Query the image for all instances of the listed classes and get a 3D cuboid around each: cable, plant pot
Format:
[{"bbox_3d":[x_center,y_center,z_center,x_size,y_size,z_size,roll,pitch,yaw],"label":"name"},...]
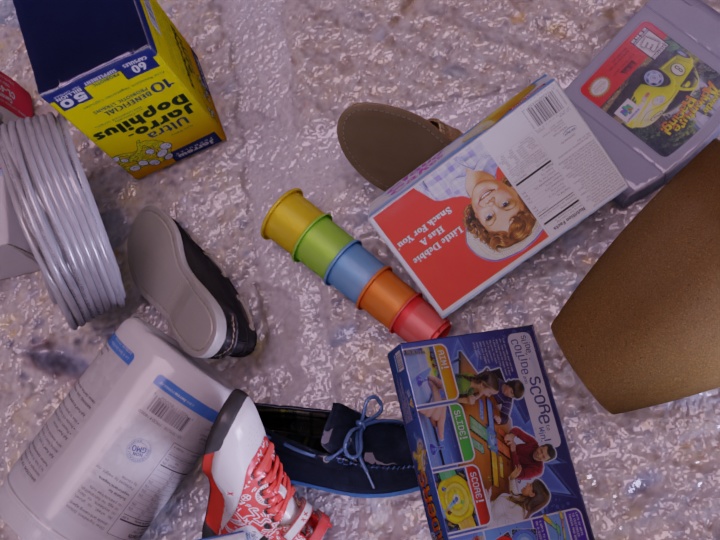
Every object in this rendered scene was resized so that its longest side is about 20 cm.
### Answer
[{"bbox_3d":[-0.279,-0.048,0.936,0.069,0.201,0.200,-21,42,-14],"label":"cable"},{"bbox_3d":[0.266,0.026,0.825,0.200,0.186,0.187,-37,71,16],"label":"plant pot"}]

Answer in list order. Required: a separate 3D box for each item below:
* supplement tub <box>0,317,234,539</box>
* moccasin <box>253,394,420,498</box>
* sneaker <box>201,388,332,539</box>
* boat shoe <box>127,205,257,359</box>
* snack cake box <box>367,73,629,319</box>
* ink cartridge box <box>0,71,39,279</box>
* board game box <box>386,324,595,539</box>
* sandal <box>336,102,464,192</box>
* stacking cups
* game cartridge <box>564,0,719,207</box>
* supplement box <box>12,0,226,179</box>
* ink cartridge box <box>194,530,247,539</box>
[{"bbox_3d":[-0.216,0.156,0.899,0.132,0.132,0.200,36,85,18],"label":"supplement tub"},{"bbox_3d":[-0.022,0.153,0.877,0.199,0.081,0.068,-1,120,10],"label":"moccasin"},{"bbox_3d":[-0.074,0.186,0.843,0.108,0.202,0.067,20,43,11],"label":"sneaker"},{"bbox_3d":[-0.163,0.011,0.961,0.200,0.060,0.074,47,111,39],"label":"boat shoe"},{"bbox_3d":[0.118,-0.065,0.883,0.200,0.067,0.115,-36,102,11],"label":"snack cake box"},{"bbox_3d":[-0.414,-0.091,1.030,0.147,0.086,0.201,-14,72,8],"label":"ink cartridge box"},{"bbox_3d":[0.111,0.153,0.849,0.135,0.034,0.201,-5,71,-22],"label":"board game box"},{"bbox_3d":[0.077,-0.102,0.947,0.211,0.070,0.078,21,108,-3],"label":"sandal"},{"bbox_3d":[0.000,0.000,0.935,0.200,0.061,0.061,36,85,16],"label":"stacking cups"},{"bbox_3d":[0.275,-0.162,0.932,0.133,0.041,0.200,42,87,14],"label":"game cartridge"},{"bbox_3d":[-0.222,-0.187,0.954,0.108,0.200,0.110,-23,71,5],"label":"supplement box"},{"bbox_3d":[-0.167,0.309,0.855,0.200,0.067,0.117,-32,67,38],"label":"ink cartridge box"}]
